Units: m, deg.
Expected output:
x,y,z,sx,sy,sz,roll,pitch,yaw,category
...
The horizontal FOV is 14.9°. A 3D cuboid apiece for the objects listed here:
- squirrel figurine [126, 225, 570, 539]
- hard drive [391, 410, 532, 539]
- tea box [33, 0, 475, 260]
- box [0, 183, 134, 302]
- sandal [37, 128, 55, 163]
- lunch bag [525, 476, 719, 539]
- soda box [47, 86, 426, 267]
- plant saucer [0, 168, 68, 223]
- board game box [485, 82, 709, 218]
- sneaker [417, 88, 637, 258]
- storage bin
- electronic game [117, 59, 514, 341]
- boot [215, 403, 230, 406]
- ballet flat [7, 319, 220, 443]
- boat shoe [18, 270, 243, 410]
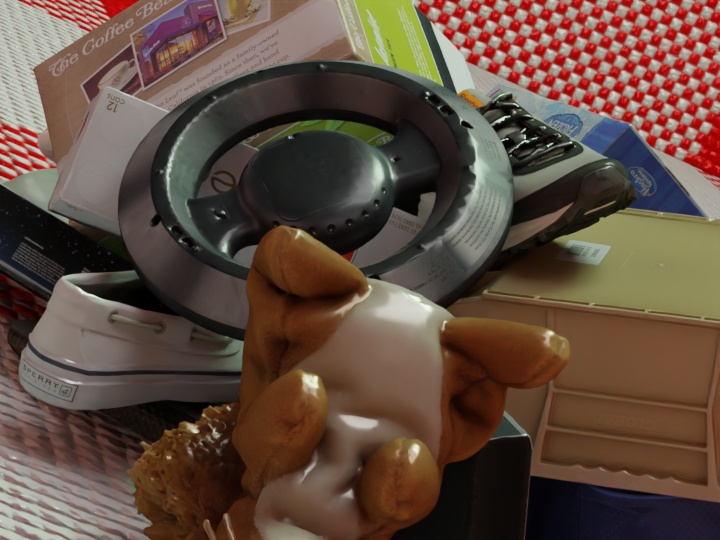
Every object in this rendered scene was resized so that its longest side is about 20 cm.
x,y,z,sx,sy,sz,roll,pitch,yaw,category
-0.025,0.101,1.233,0.141,0.187,0.200,23,-16,-14,squirrel figurine
0.025,0.103,1.366,0.033,0.140,0.200,-5,24,-21,hard drive
-0.050,-0.077,1.619,0.197,0.200,0.134,39,26,-47,tea box
-0.189,-0.015,1.548,0.200,0.038,0.137,31,-6,20,box
-0.132,-0.073,1.884,0.079,0.059,0.207,9,-13,40,sandal
0.152,0.145,1.474,0.136,0.132,0.200,1,16,-10,lunch bag
-0.062,-0.027,1.480,0.200,0.068,0.064,23,-9,-9,soda box
-0.141,-0.024,1.772,0.200,0.050,0.200,25,11,-5,plant saucer
0.177,-0.028,1.819,0.200,0.043,0.199,48,-8,-23,board game box
0.076,-0.055,1.454,0.074,0.079,0.200,-21,13,-20,sneaker
0.153,0.039,1.438,0.198,0.094,0.200,7,17,15,storage bin
-0.022,-0.037,1.389,0.200,0.042,0.200,-2,45,2,electronic game
-0.025,0.068,1.584,0.200,0.074,0.096,-4,0,-35,boot
-0.103,0.079,1.437,0.200,0.046,0.067,25,18,18,ballet flat
-0.092,0.027,1.414,0.074,0.067,0.200,28,19,24,boat shoe
